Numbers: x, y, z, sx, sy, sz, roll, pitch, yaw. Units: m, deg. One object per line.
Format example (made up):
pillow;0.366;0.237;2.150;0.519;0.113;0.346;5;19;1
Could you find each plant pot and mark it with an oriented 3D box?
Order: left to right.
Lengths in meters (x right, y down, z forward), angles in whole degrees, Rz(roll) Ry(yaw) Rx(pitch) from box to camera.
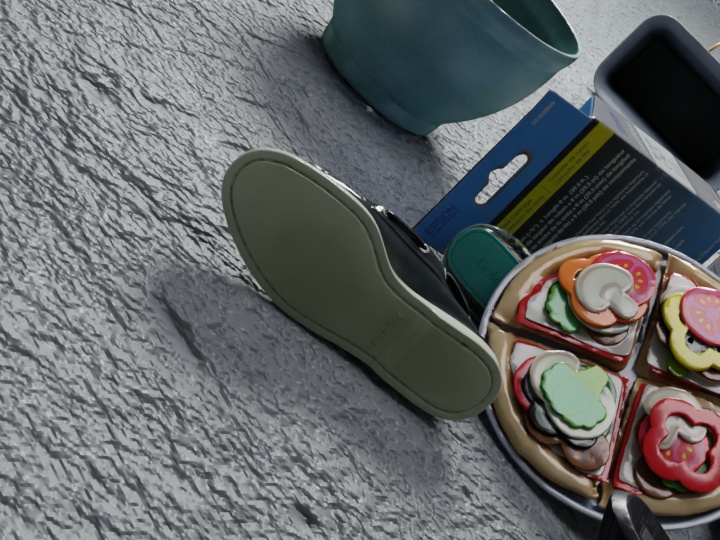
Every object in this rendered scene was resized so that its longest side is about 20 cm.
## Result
plant pot;0.055;-0.192;1.190;0.200;0.134;0.201;37;24;-20

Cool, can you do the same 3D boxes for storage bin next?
storage bin;0.385;-0.205;1.808;0.200;0.146;0.134;46;12;1

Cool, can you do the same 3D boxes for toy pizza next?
toy pizza;0.169;0.061;0.931;0.199;0.032;0.201;5;60;-9

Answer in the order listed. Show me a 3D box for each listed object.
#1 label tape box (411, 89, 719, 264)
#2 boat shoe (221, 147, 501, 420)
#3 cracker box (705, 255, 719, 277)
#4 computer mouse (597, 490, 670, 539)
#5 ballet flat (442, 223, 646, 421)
label tape box;0.146;-0.044;1.077;0.200;0.144;0.063;32;25;-30
boat shoe;0.002;-0.001;0.846;0.199;0.075;0.066;39;21;-17
cracker box;0.301;0.092;1.128;0.200;0.134;0.058;40;23;-14
computer mouse;0.170;0.220;0.800;0.201;0.046;0.140;57;18;-2
ballet flat;0.128;0.054;0.989;0.200;0.074;0.074;57;25;18
